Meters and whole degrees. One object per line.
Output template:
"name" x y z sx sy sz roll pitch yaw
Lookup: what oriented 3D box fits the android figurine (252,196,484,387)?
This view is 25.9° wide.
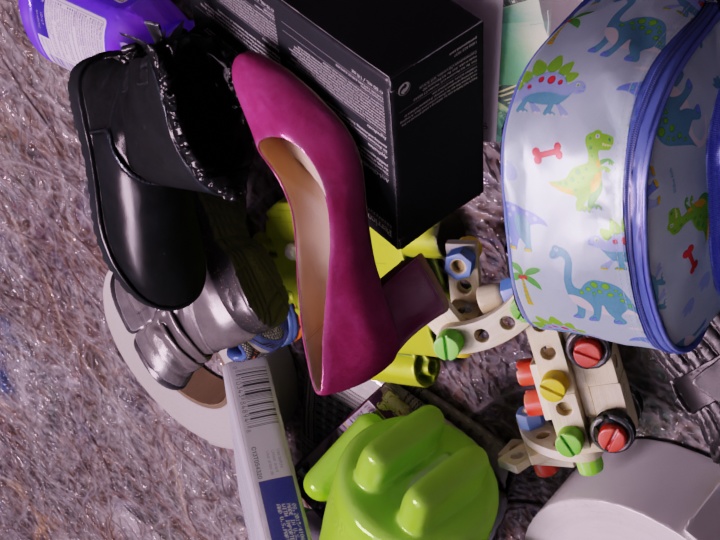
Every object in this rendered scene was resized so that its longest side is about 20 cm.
"android figurine" 0.000 0.000 1.130 0.199 0.041 0.183 5 123 43

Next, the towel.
"towel" 0.030 0.154 1.249 0.200 0.035 0.193 33 141 21

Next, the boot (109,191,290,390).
"boot" -0.142 -0.021 1.164 0.131 0.070 0.201 -29 72 34

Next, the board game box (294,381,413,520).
"board game box" 0.017 0.172 1.239 0.120 0.032 0.200 43 147 2

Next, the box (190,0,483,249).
"box" -0.018 -0.129 0.959 0.200 0.079 0.141 40 150 32

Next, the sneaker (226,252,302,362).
"sneaker" -0.124 -0.012 1.222 0.200 0.078 0.075 46 144 4

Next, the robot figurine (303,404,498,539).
"robot figurine" 0.031 0.183 1.103 0.175 0.116 0.200 40 144 24

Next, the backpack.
"backpack" 0.164 -0.060 0.761 0.147 0.200 0.184 14 132 36

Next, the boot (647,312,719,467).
"boot" 0.261 0.039 0.857 0.211 0.079 0.158 -29 68 26

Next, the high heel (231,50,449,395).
"high heel" -0.038 -0.028 0.914 0.200 0.096 0.067 58 157 -5

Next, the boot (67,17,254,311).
"boot" -0.120 -0.065 1.019 0.162 0.073 0.199 3 111 57

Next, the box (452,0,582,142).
"box" 0.083 -0.166 0.893 0.144 0.036 0.201 5 127 45

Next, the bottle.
"bottle" -0.161 -0.163 1.122 0.200 0.065 0.084 28 144 34

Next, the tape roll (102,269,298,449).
"tape roll" -0.140 0.066 1.348 0.202 0.037 0.203 28 139 27

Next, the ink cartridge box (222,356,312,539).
"ink cartridge box" -0.067 0.204 1.243 0.200 0.043 0.197 87 168 -52

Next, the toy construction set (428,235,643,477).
"toy construction set" 0.112 0.068 1.030 0.131 0.092 0.200 -10 126 23

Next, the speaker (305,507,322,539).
"speaker" 0.007 0.285 1.352 0.200 0.088 0.089 29 140 27

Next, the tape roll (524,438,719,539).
"tape roll" 0.214 0.214 1.076 0.202 0.071 0.203 29 140 27

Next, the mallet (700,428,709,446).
"mallet" 0.288 0.095 0.919 0.199 0.041 0.066 16 132 33
